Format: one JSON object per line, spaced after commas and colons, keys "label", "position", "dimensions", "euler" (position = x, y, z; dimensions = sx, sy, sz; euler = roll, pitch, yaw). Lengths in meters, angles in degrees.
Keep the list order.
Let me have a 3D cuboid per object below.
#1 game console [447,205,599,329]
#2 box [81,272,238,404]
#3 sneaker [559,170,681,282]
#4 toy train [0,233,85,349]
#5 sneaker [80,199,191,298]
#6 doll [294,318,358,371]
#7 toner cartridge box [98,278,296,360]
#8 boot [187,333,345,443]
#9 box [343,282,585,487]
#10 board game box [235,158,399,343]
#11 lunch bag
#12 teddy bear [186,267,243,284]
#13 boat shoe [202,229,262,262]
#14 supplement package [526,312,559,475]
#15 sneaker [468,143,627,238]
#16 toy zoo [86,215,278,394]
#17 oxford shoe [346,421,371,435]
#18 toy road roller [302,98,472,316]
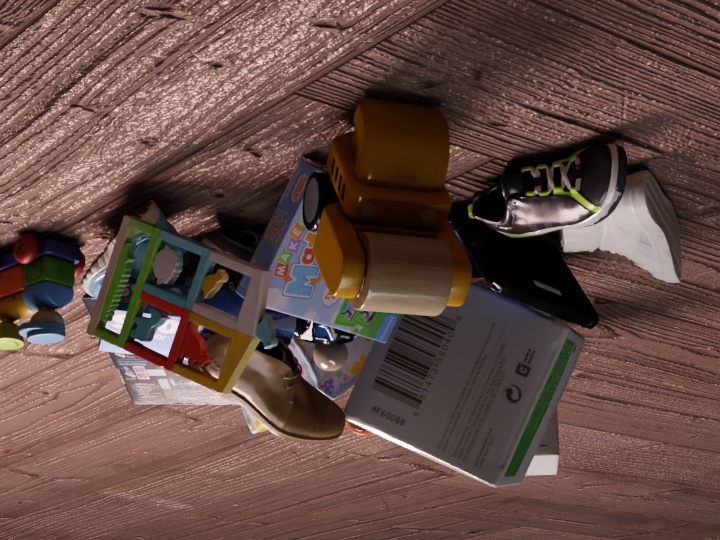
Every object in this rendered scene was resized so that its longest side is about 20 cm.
{"label": "game console", "position": [0.140, 0.010, 1.748], "dimensions": [0.200, 0.176, 0.116], "euler": [19, 124, -46]}
{"label": "box", "position": [-0.209, 0.082, 1.822], "dimensions": [0.200, 0.046, 0.159], "euler": [-3, 123, 33]}
{"label": "sneaker", "position": [0.273, -0.042, 1.675], "dimensions": [0.115, 0.074, 0.200], "euler": [-8, 150, 23]}
{"label": "toy train", "position": [-0.403, 0.039, 1.784], "dimensions": [0.200, 0.116, 0.085], "euler": [-16, 155, 36]}
{"label": "sneaker", "position": [-0.238, 0.003, 1.697], "dimensions": [0.090, 0.078, 0.200], "euler": [43, 152, -3]}
{"label": "doll", "position": [-0.050, 0.032, 1.713], "dimensions": [0.136, 0.048, 0.200], "euler": [-1, 133, 15]}
{"label": "toner cartridge box", "position": [-0.176, 0.058, 1.684], "dimensions": [0.200, 0.043, 0.095], "euler": [7, 149, -13]}
{"label": "boot", "position": [-0.083, 0.123, 1.680], "dimensions": [0.200, 0.074, 0.075], "euler": [31, 126, -28]}
{"label": "box", "position": [0.122, 0.120, 1.791], "dimensions": [0.200, 0.199, 0.171], "euler": [24, 180, 15]}
{"label": "board game box", "position": [-0.017, -0.016, 1.620], "dimensions": [0.200, 0.151, 0.037], "euler": [18, -169, -43]}
{"label": "lunch bag", "position": [-0.051, 0.097, 1.953], "dimensions": [0.200, 0.127, 0.170], "euler": [-28, 180, -43]}
{"label": "teddy bear", "position": [-0.171, 0.059, 1.849], "dimensions": [0.200, 0.067, 0.145], "euler": [4, 137, 36]}
{"label": "boat shoe", "position": [-0.106, -0.016, 1.759], "dimensions": [0.067, 0.057, 0.200], "euler": [33, 178, 35]}
{"label": "supplement package", "position": [0.196, 0.157, 2.029], "dimensions": [0.114, 0.200, 0.110], "euler": [-2, 160, 5]}
{"label": "sneaker", "position": [0.181, -0.075, 1.562], "dimensions": [0.083, 0.072, 0.200], "euler": [12, 157, -30]}
{"label": "toy zoo", "position": [-0.171, 0.038, 1.566], "dimensions": [0.200, 0.131, 0.020], "euler": [22, -173, 22]}
{"label": "oxford shoe", "position": [0.069, 0.139, 1.951], "dimensions": [0.200, 0.071, 0.073], "euler": [-36, 165, 0]}
{"label": "toy road roller", "position": [0.029, -0.065, 1.425], "dimensions": [0.123, 0.200, 0.146], "euler": [5, 124, -19]}
